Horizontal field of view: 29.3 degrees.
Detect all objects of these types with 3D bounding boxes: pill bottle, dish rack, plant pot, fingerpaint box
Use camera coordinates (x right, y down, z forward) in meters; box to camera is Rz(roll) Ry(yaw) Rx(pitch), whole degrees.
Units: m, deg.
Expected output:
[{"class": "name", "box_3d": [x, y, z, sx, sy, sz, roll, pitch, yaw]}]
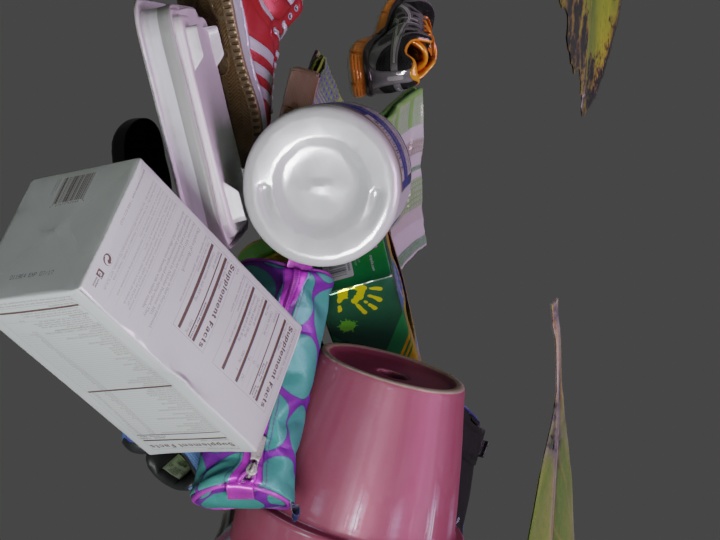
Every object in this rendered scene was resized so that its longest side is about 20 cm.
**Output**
[{"class": "pill bottle", "box_3d": [-0.019, -0.074, 1.098, 0.200, 0.119, 0.121, -51, 143, -81]}, {"class": "dish rack", "box_3d": [-0.119, -0.111, 1.056, 0.172, 0.043, 0.201, -75, 152, -80]}, {"class": "plant pot", "box_3d": [0.005, 0.165, 1.160, 0.200, 0.199, 0.180, -2, 108, -68]}, {"class": "fingerpaint box", "box_3d": [0.000, 0.000, 1.282, 0.201, 0.073, 0.167, -102, 176, -45]}]

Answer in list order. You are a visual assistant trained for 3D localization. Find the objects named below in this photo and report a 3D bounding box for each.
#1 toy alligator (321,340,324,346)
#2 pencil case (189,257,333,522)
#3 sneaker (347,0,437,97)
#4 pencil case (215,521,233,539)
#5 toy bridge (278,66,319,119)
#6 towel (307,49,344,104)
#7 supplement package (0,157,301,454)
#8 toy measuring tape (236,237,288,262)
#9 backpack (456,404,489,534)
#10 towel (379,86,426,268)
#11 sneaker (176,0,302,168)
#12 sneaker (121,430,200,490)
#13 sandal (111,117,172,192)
[{"class": "toy alligator", "box_3d": [-0.066, 0.107, 1.343, 0.054, 0.059, 0.201, -17, 127, -19]}, {"class": "pencil case", "box_3d": [-0.075, 0.091, 1.083, 0.092, 0.085, 0.201, 130, -29, -67]}, {"class": "sneaker", "box_3d": [0.052, -0.245, 1.520, 0.200, 0.077, 0.079, -60, 145, -49]}, {"class": "pencil case", "box_3d": [-0.089, 0.262, 1.267, 0.200, 0.083, 0.091, -39, 154, -60]}, {"class": "toy bridge", "box_3d": [-0.058, -0.147, 1.237, 0.200, 0.027, 0.068, -99, -156, -80]}, {"class": "towel", "box_3d": [-0.045, -0.101, 1.382, 0.144, 0.023, 0.201, 61, 40, -53]}, {"class": "supplement package", "box_3d": [-0.151, 0.032, 0.966, 0.200, 0.113, 0.110, 49, 48, -39]}, {"class": "toy measuring tape", "box_3d": [-0.085, -0.025, 1.230, 0.074, 0.073, 0.201, -55, 146, -51]}, {"class": "backpack", "box_3d": [0.041, 0.214, 1.493, 0.200, 0.146, 0.184, 56, 45, -62]}, {"class": "towel", "box_3d": [0.043, -0.093, 1.565, 0.149, 0.030, 0.201, -50, 144, -57]}, {"class": "sneaker", "box_3d": [-0.095, -0.176, 1.181, 0.112, 0.071, 0.201, -40, 129, -56]}, {"class": "sneaker", "box_3d": [-0.140, 0.138, 1.149, 0.200, 0.078, 0.090, 35, 73, -58]}, {"class": "sandal", "box_3d": [-0.156, -0.021, 1.093, 0.075, 0.045, 0.201, -47, 136, -57]}]
